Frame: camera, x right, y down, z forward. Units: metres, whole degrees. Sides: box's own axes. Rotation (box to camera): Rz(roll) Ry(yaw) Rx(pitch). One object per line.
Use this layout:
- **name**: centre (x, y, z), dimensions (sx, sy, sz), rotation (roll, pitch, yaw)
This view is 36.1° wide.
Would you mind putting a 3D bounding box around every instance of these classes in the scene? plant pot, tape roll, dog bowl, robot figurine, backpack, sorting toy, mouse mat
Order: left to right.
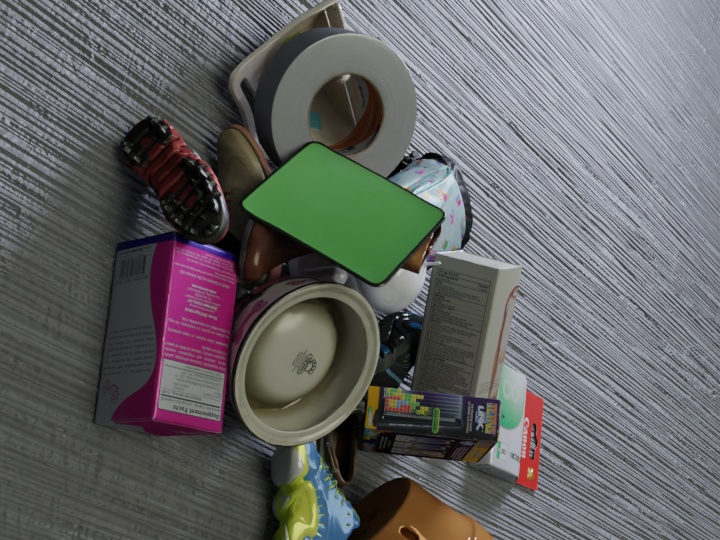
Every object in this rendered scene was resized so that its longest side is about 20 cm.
- **dog bowl**: centre (-0.077, 0.096, 1.272), dimensions (0.199, 0.074, 0.202), rotation (-16, 118, -32)
- **sorting toy**: centre (-0.085, -0.230, 1.415), dimensions (0.180, 0.106, 0.202), rotation (-35, 122, -34)
- **tape roll**: centre (-0.030, -0.198, 1.376), dimensions (0.199, 0.066, 0.202), rotation (-10, 113, -24)
- **mouse mat**: centre (-0.019, -0.069, 1.262), dimensions (0.161, 0.199, 0.008), rotation (-45, 157, -40)
- **robot figurine**: centre (0.000, 0.000, 1.385), dimensions (0.169, 0.199, 0.114), rotation (-16, 97, -51)
- **plant pot**: centre (0.056, 0.361, 1.409), dimensions (0.140, 0.200, 0.200), rotation (50, 46, -10)
- **backpack**: centre (0.070, -0.071, 1.542), dimensions (0.199, 0.126, 0.168), rotation (-29, 109, -45)

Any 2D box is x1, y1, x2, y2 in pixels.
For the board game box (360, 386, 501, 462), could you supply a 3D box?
- **board game box**: centre (0.084, 0.199, 1.410), dimensions (0.200, 0.164, 0.057), rotation (96, -2, -73)

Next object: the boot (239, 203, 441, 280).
- **boot**: centre (-0.023, -0.023, 1.265), dimensions (0.188, 0.198, 0.069), rotation (-48, 152, -55)

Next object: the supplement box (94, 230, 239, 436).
- **supplement box**: centre (-0.209, 0.073, 1.199), dimensions (0.103, 0.101, 0.202), rotation (23, 67, -46)

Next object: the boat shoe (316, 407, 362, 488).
- **boat shoe**: centre (-0.025, 0.181, 1.419), dimensions (0.074, 0.074, 0.204), rotation (18, 69, -47)

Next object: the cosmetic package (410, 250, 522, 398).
- **cosmetic package**: centre (0.145, 0.081, 1.510), dimensions (0.087, 0.103, 0.202), rotation (-7, 110, -59)

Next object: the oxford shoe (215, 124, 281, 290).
- **oxford shoe**: centre (-0.147, -0.074, 1.326), dimensions (0.074, 0.070, 0.202), rotation (-16, 95, -48)

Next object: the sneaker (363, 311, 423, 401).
- **sneaker**: centre (0.046, 0.116, 1.539), dimensions (0.199, 0.073, 0.083), rotation (-24, 129, -53)

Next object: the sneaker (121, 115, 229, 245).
- **sneaker**: centre (-0.188, -0.088, 1.215), dimensions (0.071, 0.201, 0.098), rotation (-42, 141, 1)

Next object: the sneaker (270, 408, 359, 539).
- **sneaker**: centre (-0.054, 0.270, 1.352), dimensions (0.104, 0.076, 0.202), rotation (6, 89, -24)

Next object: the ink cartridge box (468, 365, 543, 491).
- **ink cartridge box**: centre (0.252, 0.254, 1.763), dimensions (0.199, 0.050, 0.162), rotation (27, 63, -42)

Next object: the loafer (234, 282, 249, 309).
- **loafer**: centre (-0.130, 0.093, 1.328), dimensions (0.072, 0.073, 0.200), rotation (-45, 126, -12)
